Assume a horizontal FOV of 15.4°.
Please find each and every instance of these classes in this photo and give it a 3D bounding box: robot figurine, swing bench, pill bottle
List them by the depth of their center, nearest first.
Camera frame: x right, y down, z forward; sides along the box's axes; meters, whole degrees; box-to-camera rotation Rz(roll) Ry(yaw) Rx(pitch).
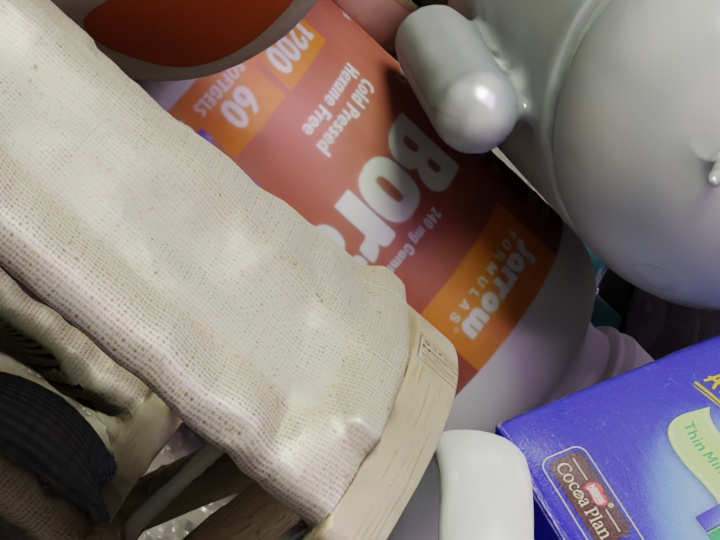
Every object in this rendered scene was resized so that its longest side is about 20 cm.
[{"bbox_3d":[-0.102,0.004,0.673,0.199,0.200,0.130,44,43,-12],"label":"swing bench"},{"bbox_3d":[0.095,-0.060,0.788,0.169,0.113,0.200,-8,26,-15],"label":"robot figurine"},{"bbox_3d":[0.000,0.000,0.834,0.200,0.112,0.112,42,43,-13],"label":"pill bottle"}]

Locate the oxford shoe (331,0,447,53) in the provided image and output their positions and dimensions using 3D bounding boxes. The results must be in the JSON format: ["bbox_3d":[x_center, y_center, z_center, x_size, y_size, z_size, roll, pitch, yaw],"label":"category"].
[{"bbox_3d":[0.030,-0.115,0.918,0.071,0.074,0.200,47,11,2],"label":"oxford shoe"}]

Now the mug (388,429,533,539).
[{"bbox_3d":[0.017,0.138,0.670,0.148,0.175,0.200,8,65,-6],"label":"mug"}]

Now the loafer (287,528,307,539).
[{"bbox_3d":[0.050,0.155,0.815,0.072,0.063,0.200,-31,87,-46],"label":"loafer"}]

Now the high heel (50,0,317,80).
[{"bbox_3d":[-0.085,-0.097,0.756,0.067,0.200,0.096,31,50,-49],"label":"high heel"}]

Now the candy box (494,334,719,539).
[{"bbox_3d":[0.158,0.091,0.743,0.200,0.077,0.169,-20,60,-19],"label":"candy box"}]

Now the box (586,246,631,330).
[{"bbox_3d":[0.149,0.061,0.978,0.200,0.049,0.082,45,43,-11],"label":"box"}]

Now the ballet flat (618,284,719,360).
[{"bbox_3d":[0.115,0.049,0.907,0.066,0.057,0.200,15,78,11],"label":"ballet flat"}]
